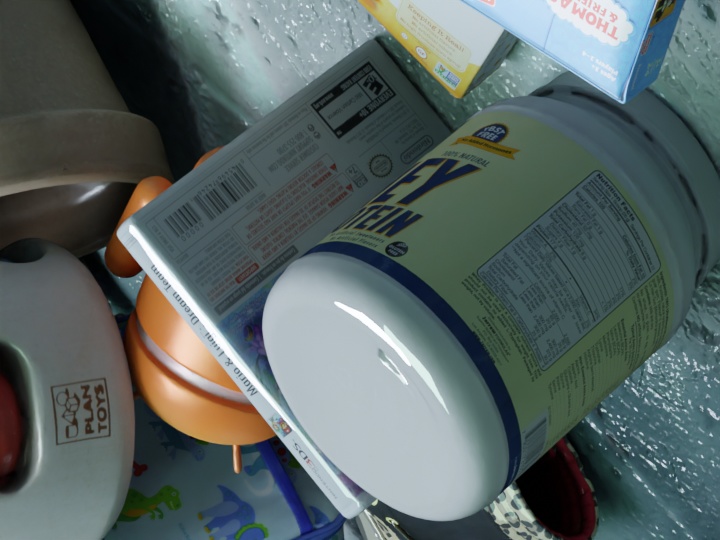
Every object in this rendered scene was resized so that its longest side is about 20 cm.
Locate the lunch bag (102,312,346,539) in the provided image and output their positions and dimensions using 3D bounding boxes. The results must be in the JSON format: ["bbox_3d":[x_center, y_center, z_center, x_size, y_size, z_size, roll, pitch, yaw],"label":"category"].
[{"bbox_3d":[-0.103,0.114,1.787,0.083,0.160,0.201,92,154,-57],"label":"lunch bag"}]

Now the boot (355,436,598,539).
[{"bbox_3d":[0.041,0.090,1.691,0.154,0.073,0.204,-28,92,51],"label":"boot"}]

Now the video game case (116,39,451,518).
[{"bbox_3d":[0.000,0.000,1.506,0.182,0.200,0.024,51,141,0],"label":"video game case"}]

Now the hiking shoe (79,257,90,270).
[{"bbox_3d":[-0.223,-0.030,1.907,0.200,0.076,0.101,53,154,-1],"label":"hiking shoe"}]

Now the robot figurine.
[{"bbox_3d":[-0.062,0.011,1.647,0.201,0.143,0.117,-65,27,25],"label":"robot figurine"}]

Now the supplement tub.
[{"bbox_3d":[0.068,0.008,1.420,0.145,0.200,0.145,34,147,26],"label":"supplement tub"}]

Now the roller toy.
[{"bbox_3d":[-0.211,0.078,1.676,0.200,0.139,0.183,59,143,34],"label":"roller toy"}]

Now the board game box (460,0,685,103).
[{"bbox_3d":[0.088,-0.192,1.279,0.151,0.037,0.201,34,131,19],"label":"board game box"}]

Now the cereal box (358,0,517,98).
[{"bbox_3d":[0.038,-0.186,1.408,0.144,0.039,0.200,45,150,9],"label":"cereal box"}]

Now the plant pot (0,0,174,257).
[{"bbox_3d":[-0.225,-0.099,1.729,0.200,0.199,0.176,-39,66,61],"label":"plant pot"}]
